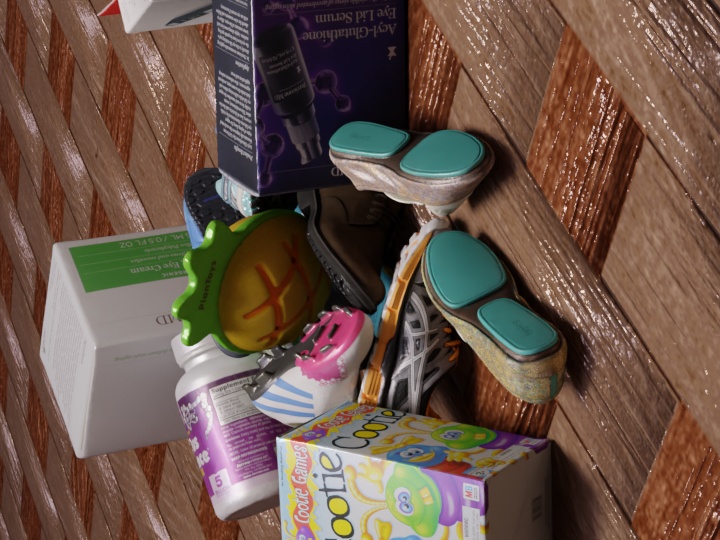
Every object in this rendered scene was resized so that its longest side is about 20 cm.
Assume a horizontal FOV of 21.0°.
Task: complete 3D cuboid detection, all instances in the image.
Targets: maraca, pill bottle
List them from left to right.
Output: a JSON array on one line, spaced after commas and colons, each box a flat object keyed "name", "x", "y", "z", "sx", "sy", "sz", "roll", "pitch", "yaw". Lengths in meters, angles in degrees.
[{"name": "pill bottle", "x": -0.132, "y": 0.155, "z": 2.063, "sx": 0.201, "sy": 0.112, "sz": 0.112, "roll": 69, "pitch": 156, "yaw": 13}, {"name": "maraca", "x": -0.098, "y": 0.011, "z": 1.745, "sx": 0.107, "sy": 0.200, "sz": 0.138, "roll": 18, "pitch": 101, "yaw": 33}]

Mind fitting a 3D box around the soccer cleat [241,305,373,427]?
[{"name": "soccer cleat", "x": -0.026, "y": 0.089, "z": 1.701, "sx": 0.200, "sy": 0.086, "sz": 0.070, "roll": -31, "pitch": 26, "yaw": 56}]

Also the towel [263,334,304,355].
[{"name": "towel", "x": -0.081, "y": 0.070, "z": 1.954, "sx": 0.153, "sy": 0.023, "sz": 0.200, "roll": 52, "pitch": 170, "yaw": -24}]

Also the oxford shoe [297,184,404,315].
[{"name": "oxford shoe", "x": -0.001, "y": -0.036, "z": 1.714, "sx": 0.073, "sy": 0.084, "sz": 0.200, "roll": 54, "pitch": -169, "yaw": -35}]

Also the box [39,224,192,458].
[{"name": "box", "x": -0.244, "y": 0.078, "z": 2.219, "sx": 0.200, "sy": 0.198, "sz": 0.172, "roll": 105, "pitch": 147, "yaw": -45}]

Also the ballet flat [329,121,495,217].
[{"name": "ballet flat", "x": 0.052, "y": -0.081, "z": 1.610, "sx": 0.200, "sy": 0.068, "sz": 0.067, "roll": 21, "pitch": 146, "yaw": 53}]

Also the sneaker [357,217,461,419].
[{"name": "sneaker", "x": 0.052, "y": 0.052, "z": 1.655, "sx": 0.078, "sy": 0.077, "sz": 0.201, "roll": -67, "pitch": -8, "yaw": -72}]

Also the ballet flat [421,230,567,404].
[{"name": "ballet flat", "x": 0.104, "y": 0.041, "z": 1.535, "sx": 0.200, "sy": 0.070, "sz": 0.071, "roll": -130, "pitch": 38, "yaw": -52}]

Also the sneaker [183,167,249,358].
[{"name": "sneaker", "x": -0.126, "y": 0.000, "z": 1.881, "sx": 0.079, "sy": 0.066, "sz": 0.201, "roll": 80, "pitch": 176, "yaw": -64}]

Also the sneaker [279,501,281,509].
[{"name": "sneaker", "x": -0.001, "y": 0.270, "z": 1.812, "sx": 0.200, "sy": 0.074, "sz": 0.089, "roll": 29, "pitch": 137, "yaw": 39}]

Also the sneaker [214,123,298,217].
[{"name": "sneaker", "x": -0.099, "y": -0.148, "z": 1.804, "sx": 0.086, "sy": 0.077, "sz": 0.201, "roll": 20, "pitch": 103, "yaw": 44}]

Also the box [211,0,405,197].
[{"name": "box", "x": -0.045, "y": -0.177, "z": 1.704, "sx": 0.104, "sy": 0.147, "sz": 0.201, "roll": -146, "pitch": 50, "yaw": -60}]

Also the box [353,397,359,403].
[{"name": "box", "x": -0.013, "y": 0.164, "z": 1.849, "sx": 0.200, "sy": 0.075, "sz": 0.050, "roll": 137, "pitch": 121, "yaw": -65}]

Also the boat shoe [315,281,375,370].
[{"name": "boat shoe", "x": -0.035, "y": 0.034, "z": 1.871, "sx": 0.057, "sy": 0.069, "sz": 0.200, "roll": 46, "pitch": -172, "yaw": -31}]

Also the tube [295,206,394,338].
[{"name": "tube", "x": 0.000, "y": 0.000, "z": 1.798, "sx": 0.078, "sy": 0.050, "sz": 0.200, "roll": 93, "pitch": 152, "yaw": -43}]

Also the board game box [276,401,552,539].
[{"name": "board game box", "x": 0.043, "y": 0.182, "z": 1.562, "sx": 0.199, "sy": 0.103, "sz": 0.105, "roll": 8, "pitch": 108, "yaw": 35}]

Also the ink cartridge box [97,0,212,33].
[{"name": "ink cartridge box", "x": -0.128, "y": -0.254, "z": 1.807, "sx": 0.176, "sy": 0.199, "sz": 0.045, "roll": 153, "pitch": 105, "yaw": -67}]
